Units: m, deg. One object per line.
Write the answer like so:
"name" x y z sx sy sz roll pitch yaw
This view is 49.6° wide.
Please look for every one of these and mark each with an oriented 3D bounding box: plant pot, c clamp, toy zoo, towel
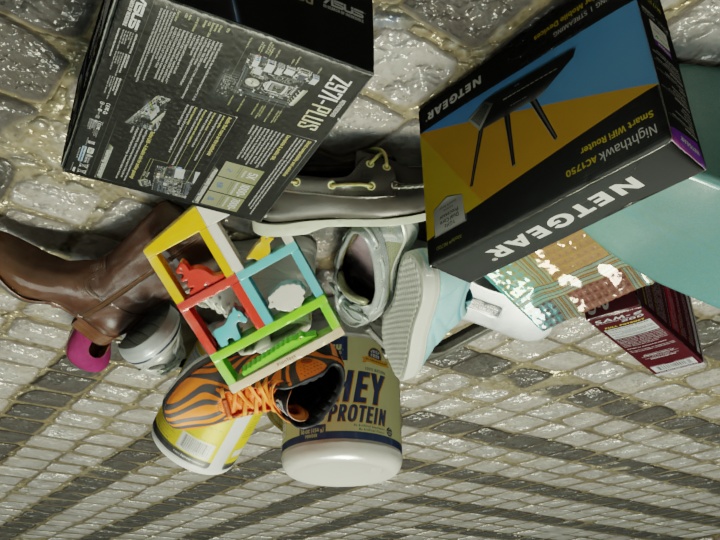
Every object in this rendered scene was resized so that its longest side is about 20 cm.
"plant pot" 0.272 -0.074 0.632 0.198 0.142 0.142 16 148 -14
"c clamp" 0.115 0.062 0.919 0.199 0.027 0.171 -27 151 2
"toy zoo" -0.116 0.006 0.750 0.130 0.020 0.201 -28 108 3
"towel" 0.161 -0.030 0.732 0.200 0.022 0.146 42 136 -16

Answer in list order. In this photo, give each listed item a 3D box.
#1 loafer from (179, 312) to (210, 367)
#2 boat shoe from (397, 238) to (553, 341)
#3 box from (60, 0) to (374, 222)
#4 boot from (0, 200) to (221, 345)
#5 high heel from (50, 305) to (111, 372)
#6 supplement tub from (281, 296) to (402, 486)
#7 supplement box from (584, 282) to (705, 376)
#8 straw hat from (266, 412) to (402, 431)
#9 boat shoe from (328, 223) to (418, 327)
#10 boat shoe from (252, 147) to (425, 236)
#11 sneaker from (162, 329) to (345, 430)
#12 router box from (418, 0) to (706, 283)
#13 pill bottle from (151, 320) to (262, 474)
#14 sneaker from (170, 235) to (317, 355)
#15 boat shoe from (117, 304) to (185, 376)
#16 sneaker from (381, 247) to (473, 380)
"loafer" -0.186 0.118 1.030 0.199 0.069 0.075 25 144 -37
"boat shoe" 0.118 0.008 0.840 0.198 0.066 0.072 19 127 1
"box" -0.106 -0.135 0.551 0.162 0.087 0.200 13 149 -24
"boot" -0.251 -0.023 0.777 0.199 0.065 0.186 -30 129 25
"high heel" -0.305 0.073 0.939 0.095 0.068 0.201 9 148 4
"supplement tub" -0.023 0.149 0.953 0.143 0.202 0.145 -1 152 0
"supplement box" 0.305 0.032 0.849 0.061 0.110 0.199 -21 145 33
"straw hat" -0.029 0.164 1.095 0.199 0.201 0.086 5 108 -11
"boat shoe" 0.001 0.001 0.795 0.065 0.074 0.202 -36 165 -30
"boat shoe" -0.002 -0.074 0.683 0.199 0.072 0.061 -7 113 4
"sneaker" -0.109 0.127 0.818 0.198 0.112 0.078 -23 115 -11
"router box" 0.131 -0.098 0.562 0.051 0.150 0.199 21 144 -36
"pill bottle" -0.158 0.132 0.930 0.111 0.112 0.201 23 103 -37
"sneaker" -0.143 0.034 0.831 0.198 0.117 0.074 -10 152 18
"boat shoe" -0.222 0.082 0.868 0.067 0.073 0.200 54 169 -13
"sneaker" 0.075 0.048 0.796 0.081 0.074 0.201 -11 149 -17
